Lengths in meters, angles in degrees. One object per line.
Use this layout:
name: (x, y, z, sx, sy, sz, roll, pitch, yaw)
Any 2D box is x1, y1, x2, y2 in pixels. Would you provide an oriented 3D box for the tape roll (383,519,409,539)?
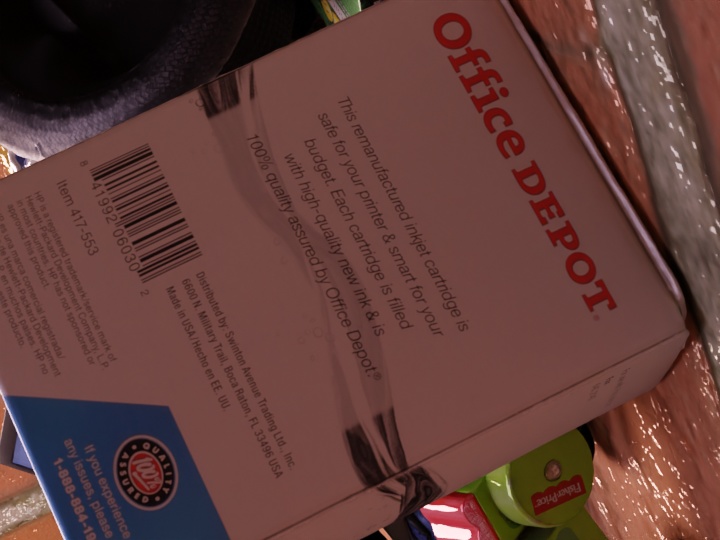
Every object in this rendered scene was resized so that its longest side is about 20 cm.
tape roll: (0.025, 0.142, 1.016, 0.203, 0.037, 0.203, 52, 176, 5)

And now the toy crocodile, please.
toy crocodile: (0.070, 0.110, 0.618, 0.200, 0.062, 0.067, 48, 155, -20)

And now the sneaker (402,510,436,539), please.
sneaker: (0.051, 0.126, 0.804, 0.200, 0.075, 0.078, 61, -175, 3)

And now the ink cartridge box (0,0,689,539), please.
ink cartridge box: (-0.017, 0.012, 0.545, 0.147, 0.200, 0.086, 62, 172, 18)

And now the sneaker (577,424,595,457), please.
sneaker: (0.028, 0.004, 0.679, 0.200, 0.070, 0.090, 43, 121, 15)

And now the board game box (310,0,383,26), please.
board game box: (-0.033, -0.172, 0.708, 0.200, 0.023, 0.105, 59, 168, 32)

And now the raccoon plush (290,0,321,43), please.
raccoon plush: (-0.081, -0.139, 0.876, 0.200, 0.097, 0.134, 89, 162, -69)

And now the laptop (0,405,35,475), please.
laptop: (-0.096, 0.102, 0.835, 0.200, 0.103, 0.177, 58, 143, 38)

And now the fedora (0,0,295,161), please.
fedora: (-0.093, -0.129, 0.714, 0.092, 0.201, 0.201, 24, -152, -51)

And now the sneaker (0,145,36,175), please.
sneaker: (-0.104, -0.033, 0.835, 0.088, 0.075, 0.200, 19, 171, 19)

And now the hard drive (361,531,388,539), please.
hard drive: (0.031, 0.204, 0.900, 0.200, 0.042, 0.135, 53, 178, -38)
